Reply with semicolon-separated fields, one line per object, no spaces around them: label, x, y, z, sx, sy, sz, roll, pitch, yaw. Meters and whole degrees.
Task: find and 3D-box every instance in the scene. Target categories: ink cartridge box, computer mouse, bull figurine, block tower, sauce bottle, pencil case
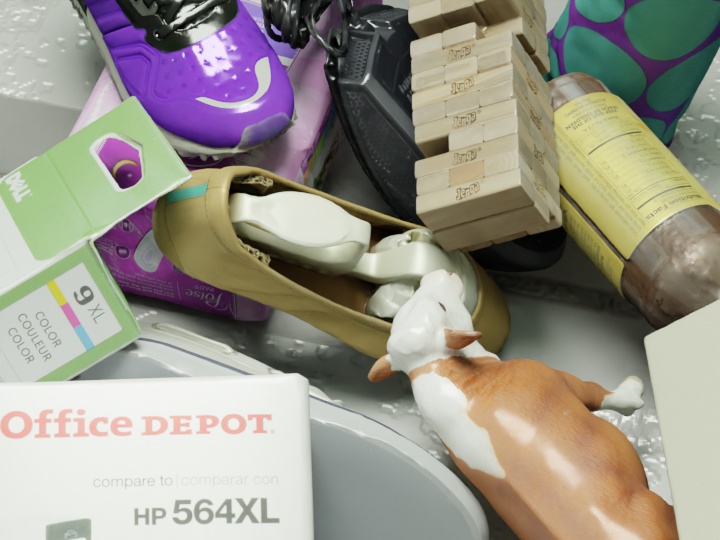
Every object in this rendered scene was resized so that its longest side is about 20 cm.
ink cartridge box;-0.091;0.148;1.116;0.145;0.084;0.201;-2;72;-3
computer mouse;0.026;-0.077;1.332;0.200;0.053;0.139;53;36;-6
bull figurine;0.092;0.083;1.204;0.121;0.065;0.200;-2;47;-46
ink cartridge box;-0.162;0.011;1.221;0.200;0.059;0.104;-32;29;-4
block tower;0.057;-0.101;1.284;0.058;0.054;0.201;-14;53;21
sauce bottle;0.143;-0.011;1.262;0.065;0.065;0.200;-22;52;-20
pencil case;0.135;-0.133;1.328;0.092;0.200;0.085;36;60;13

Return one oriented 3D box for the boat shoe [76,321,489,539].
boat shoe;-0.030;0.078;1.231;0.199;0.071;0.070;22;26;6

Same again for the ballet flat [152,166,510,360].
ballet flat;0.000;0.000;1.246;0.199;0.063;0.069;16;66;-29

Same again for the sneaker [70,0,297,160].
sneaker;-0.100;-0.139;1.289;0.069;0.100;0.200;-27;52;-17

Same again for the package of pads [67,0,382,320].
package of pads;-0.072;-0.077;1.352;0.120;0.076;0.200;13;50;11

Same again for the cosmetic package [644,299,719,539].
cosmetic package;0.182;0.111;1.107;0.071;0.105;0.201;-28;42;22
